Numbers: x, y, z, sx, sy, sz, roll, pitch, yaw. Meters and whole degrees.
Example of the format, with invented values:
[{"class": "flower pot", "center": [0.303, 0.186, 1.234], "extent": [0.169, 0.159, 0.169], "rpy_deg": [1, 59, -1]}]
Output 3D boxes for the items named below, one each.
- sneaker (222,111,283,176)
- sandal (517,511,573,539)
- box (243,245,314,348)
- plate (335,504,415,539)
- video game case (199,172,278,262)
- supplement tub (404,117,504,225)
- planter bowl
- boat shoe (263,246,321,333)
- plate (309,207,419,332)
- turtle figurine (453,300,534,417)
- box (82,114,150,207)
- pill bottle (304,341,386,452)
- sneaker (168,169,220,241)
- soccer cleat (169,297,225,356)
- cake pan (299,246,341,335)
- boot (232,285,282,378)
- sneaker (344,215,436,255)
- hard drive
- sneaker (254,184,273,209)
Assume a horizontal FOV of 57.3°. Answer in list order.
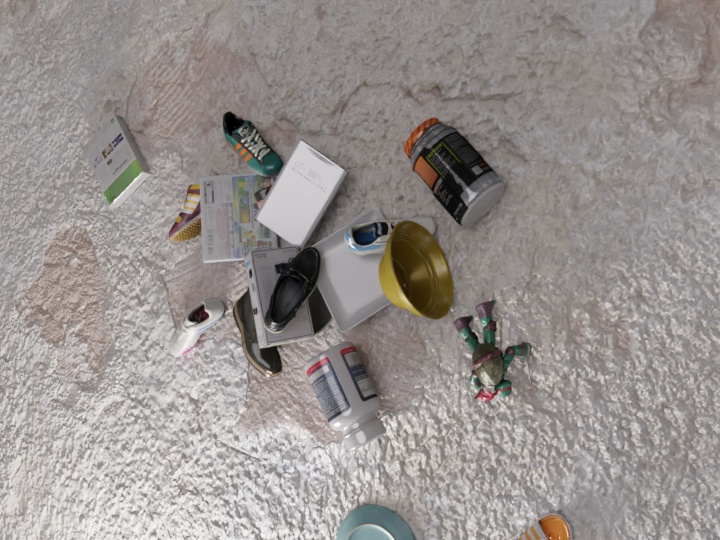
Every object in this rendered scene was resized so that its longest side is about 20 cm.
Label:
[{"class": "sneaker", "center": [-0.259, -0.296, 1.540], "extent": [0.199, 0.080, 0.071], "rpy_deg": [40, 70, 23]}, {"class": "sandal", "center": [0.314, 0.543, 1.231], "extent": [0.079, 0.059, 0.207], "rpy_deg": [46, 106, 20]}, {"class": "box", "center": [-0.177, 0.057, 1.423], "extent": [0.060, 0.114, 0.205], "rpy_deg": [-29, 71, 62]}, {"class": "plate", "center": [0.030, 0.599, 1.384], "extent": [0.196, 0.025, 0.206], "rpy_deg": [-2, 86, 25]}, {"class": "video game case", "center": [-0.285, -0.126, 1.548], "extent": [0.178, 0.022, 0.205], "rpy_deg": [-4, 84, 1]}, {"class": "supplement tub", "center": [0.182, -0.199, 1.309], "extent": [0.122, 0.122, 0.201], "rpy_deg": [-44, 71, 16]}, {"class": "planter bowl", "center": [0.094, 0.011, 1.309], "extent": [0.083, 0.198, 0.205], "rpy_deg": [-24, 76, 37]}, {"class": "boat shoe", "center": [-0.138, 0.033, 1.362], "extent": [0.074, 0.066, 0.201], "rpy_deg": [33, 73, 1]}, {"class": "plate", "center": [0.000, 0.000, 1.410], "extent": [0.197, 0.032, 0.202], "rpy_deg": [-30, 75, 2]}, {"class": "turtle figurine", "center": [0.256, 0.170, 1.267], "extent": [0.148, 0.100, 0.204], "rpy_deg": [-29, 69, 21]}, {"class": "box", "center": [-0.655, -0.294, 1.769], "extent": [0.143, 0.036, 0.202], "rpy_deg": [-37, 71, 19]}, {"class": "pill bottle", "center": [-0.027, 0.266, 1.381], "extent": [0.118, 0.119, 0.203], "rpy_deg": [-32, 74, 20]}, {"class": "sneaker", "center": [-0.404, -0.157, 1.619], "extent": [0.199, 0.075, 0.091], "rpy_deg": [-39, 74, 9]}, {"class": "soccer cleat", "center": [-0.413, 0.134, 1.594], "extent": [0.200, 0.086, 0.070], "rpy_deg": [-44, 70, 17]}, {"class": "cake pan", "center": [-0.123, 0.049, 1.486], "extent": [0.196, 0.037, 0.206], "rpy_deg": [-2, 86, 26]}, {"class": "boot", "center": [-0.220, 0.126, 1.474], "extent": [0.202, 0.076, 0.139], "rpy_deg": [57, 141, 17]}, {"class": "sneaker", "center": [0.063, -0.076, 1.363], "extent": [0.195, 0.073, 0.074], "rpy_deg": [-11, 71, -1]}, {"class": "hard drive", "center": [-0.130, -0.165, 1.447], "extent": [0.131, 0.026, 0.202], "rpy_deg": [33, 103, 5]}, {"class": "sneaker", "center": [-0.135, -0.163, 1.496], "extent": [0.198, 0.067, 0.110], "rpy_deg": [-22, 96, 10]}]
